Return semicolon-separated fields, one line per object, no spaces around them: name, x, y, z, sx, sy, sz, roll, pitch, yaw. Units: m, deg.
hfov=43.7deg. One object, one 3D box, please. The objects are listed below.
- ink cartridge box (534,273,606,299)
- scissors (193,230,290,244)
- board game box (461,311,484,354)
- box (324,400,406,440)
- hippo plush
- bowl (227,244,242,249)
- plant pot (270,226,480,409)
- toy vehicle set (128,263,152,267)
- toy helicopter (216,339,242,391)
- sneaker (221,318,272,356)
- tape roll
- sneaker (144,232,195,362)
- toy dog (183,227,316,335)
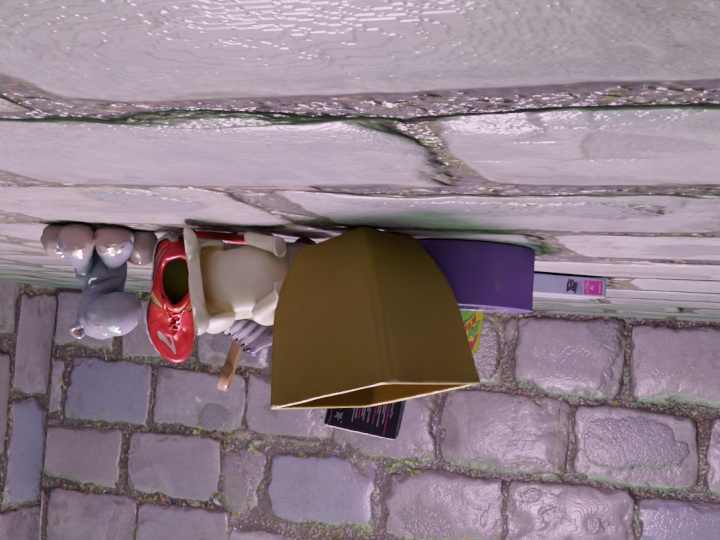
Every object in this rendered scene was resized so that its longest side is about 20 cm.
ink cartridge box;0.327;0.028;1.620;0.197;0.043;0.119;2;176;-9
scissors;-0.145;-0.041;1.286;0.197;0.014;0.073;5;174;2
board game box;0.155;0.089;1.484;0.047;0.101;0.201;37;150;29
box;0.025;0.152;1.394;0.113;0.202;0.132;12;173;6
hippo plush;-0.399;0.020;1.333;0.158;0.163;0.199;7;174;-40
bowl;-0.177;0.007;1.419;0.198;0.096;0.201;4;175;0
plant pot;0.007;0.060;1.129;0.194;0.203;0.193;-19;162;38
toy vehicle set;-0.388;-0.025;1.621;0.123;0.027;0.200;6;175;-23
toy helicopter;-0.210;0.113;1.575;0.078;0.202;0.132;19;172;0
sneaker;-0.194;0.099;1.476;0.197;0.082;0.074;4;176;0
tape roll;0.144;0.011;1.261;0.197;0.086;0.200;4;177;0
sneaker;-0.273;0.048;1.296;0.076;0.202;0.085;-4;-158;-16
toy dog;-0.133;0.022;1.224;0.197;0.141;0.194;-7;159;-11
